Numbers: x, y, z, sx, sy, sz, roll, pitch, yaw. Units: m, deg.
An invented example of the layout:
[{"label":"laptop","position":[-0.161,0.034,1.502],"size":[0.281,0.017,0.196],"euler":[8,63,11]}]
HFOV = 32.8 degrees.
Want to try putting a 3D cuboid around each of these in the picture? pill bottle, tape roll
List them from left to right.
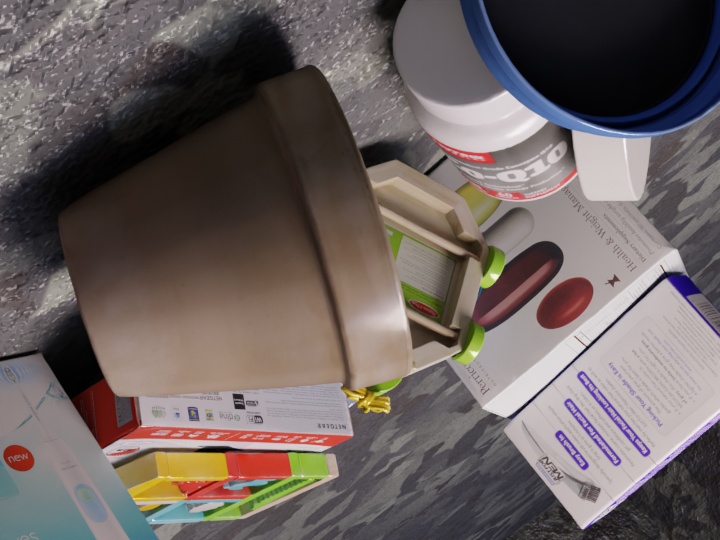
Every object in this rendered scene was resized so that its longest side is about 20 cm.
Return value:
[{"label":"pill bottle","position":[0.095,-0.125,0.846],"size":[0.114,0.114,0.200],"euler":[-41,159,7]},{"label":"tape roll","position":[0.179,-0.148,0.857],"size":[0.037,0.203,0.203],"euler":[2,169,18]}]

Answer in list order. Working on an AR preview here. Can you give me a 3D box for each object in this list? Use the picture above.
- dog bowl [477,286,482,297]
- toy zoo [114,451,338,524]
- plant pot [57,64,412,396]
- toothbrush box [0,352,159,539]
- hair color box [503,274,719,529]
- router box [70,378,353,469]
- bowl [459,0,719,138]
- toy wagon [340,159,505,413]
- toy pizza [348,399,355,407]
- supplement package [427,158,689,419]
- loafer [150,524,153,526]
[{"label":"dog bowl","position":[0.000,0.000,0.944],"size":[0.200,0.112,0.050],"euler":[-7,161,-32]},{"label":"toy zoo","position":[-0.133,0.168,0.940],"size":[0.200,0.020,0.131],"euler":[8,151,-42]},{"label":"plant pot","position":[-0.082,-0.006,0.742],"size":[0.173,0.200,0.200],"euler":[-17,156,-7]},{"label":"toothbrush box","position":[-0.233,0.164,0.792],"size":[0.146,0.200,0.085],"euler":[-9,145,-51]},{"label":"hair color box","position":[0.229,0.110,1.023],"size":[0.200,0.109,0.065],"euler":[-46,159,23]},{"label":"router box","position":[-0.138,0.129,0.936],"size":[0.200,0.049,0.179],"euler":[9,150,-43]},{"label":"bowl","position":[0.150,-0.177,0.733],"size":[0.201,0.201,0.039],"euler":[-31,-172,-18]},{"label":"toy wagon","position":[0.020,0.014,0.892],"size":[0.040,0.155,0.200],"euler":[-37,-150,56]},{"label":"toy pizza","position":[-0.038,0.111,1.246],"size":[0.200,0.032,0.200],"euler":[-33,160,-13]},{"label":"supplement package","position":[0.142,-0.008,1.062],"size":[0.200,0.191,0.147],"euler":[-42,159,8]},{"label":"loafer","position":[-0.223,0.223,0.984],"size":[0.200,0.063,0.072],"euler":[-19,150,-44]}]
